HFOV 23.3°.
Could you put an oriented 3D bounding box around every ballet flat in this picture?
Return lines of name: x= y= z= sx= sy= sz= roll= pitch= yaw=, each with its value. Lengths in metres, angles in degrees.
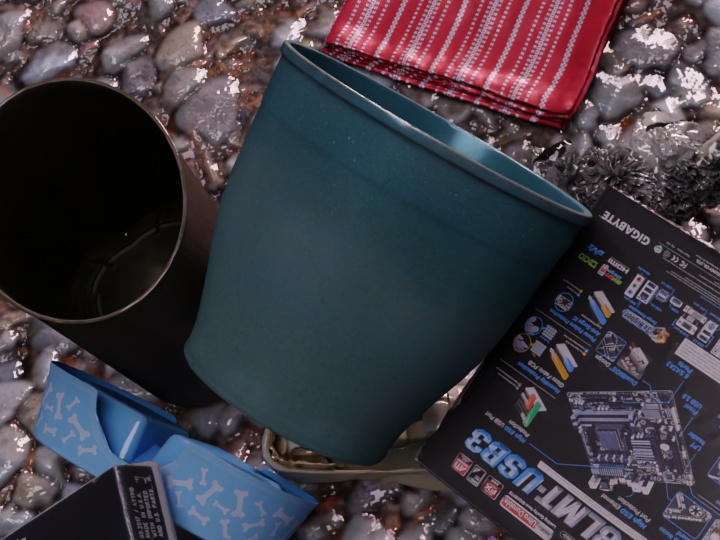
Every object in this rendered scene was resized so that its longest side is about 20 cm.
ballet flat: x=0.031 y=0.102 z=1.080 sx=0.199 sy=0.070 sz=0.070 roll=-7 pitch=65 yaw=13

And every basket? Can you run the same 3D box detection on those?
basket: x=-0.138 y=-0.003 z=1.096 sx=0.136 sy=0.200 sz=0.180 roll=-40 pitch=59 yaw=-1

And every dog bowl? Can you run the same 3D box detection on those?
dog bowl: x=-0.122 y=0.121 z=1.094 sx=0.199 sy=0.111 sz=0.050 roll=25 pitch=86 yaw=24

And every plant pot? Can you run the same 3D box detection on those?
plant pot: x=0.000 y=0.000 z=0.993 sx=0.200 sy=0.200 sz=0.189 roll=33 pitch=99 yaw=26

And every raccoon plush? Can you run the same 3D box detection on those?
raccoon plush: x=0.176 y=-0.005 z=1.087 sx=0.133 sy=0.097 sz=0.201 roll=-2 pitch=84 yaw=5

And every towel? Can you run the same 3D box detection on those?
towel: x=0.085 y=-0.186 z=1.216 sx=0.199 sy=0.023 sz=0.145 roll=20 pitch=73 yaw=24

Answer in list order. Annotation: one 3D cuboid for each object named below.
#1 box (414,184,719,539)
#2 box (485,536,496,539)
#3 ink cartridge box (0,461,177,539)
box: x=0.162 y=0.083 z=0.969 sx=0.200 sy=0.050 sz=0.199 roll=35 pitch=92 yaw=33
box: x=0.129 y=0.247 z=0.945 sx=0.039 sy=0.137 sz=0.200 roll=-38 pitch=61 yaw=-4
ink cartridge box: x=-0.170 y=0.243 z=1.031 sx=0.200 sy=0.043 sz=0.199 roll=-36 pitch=61 yaw=35
